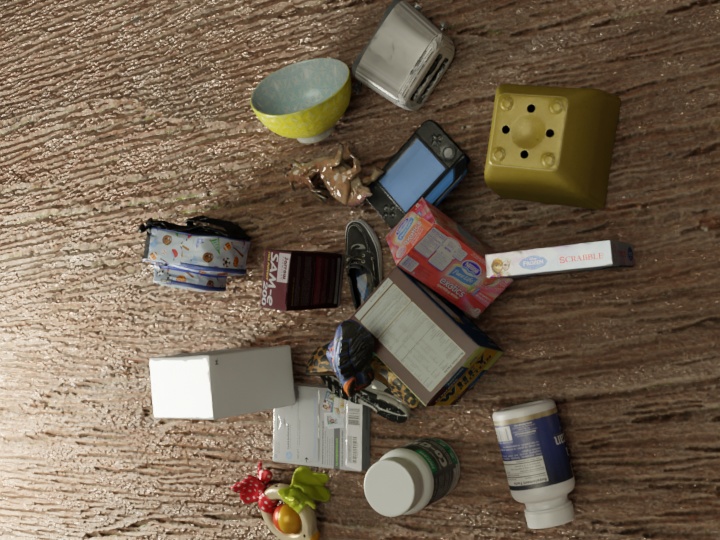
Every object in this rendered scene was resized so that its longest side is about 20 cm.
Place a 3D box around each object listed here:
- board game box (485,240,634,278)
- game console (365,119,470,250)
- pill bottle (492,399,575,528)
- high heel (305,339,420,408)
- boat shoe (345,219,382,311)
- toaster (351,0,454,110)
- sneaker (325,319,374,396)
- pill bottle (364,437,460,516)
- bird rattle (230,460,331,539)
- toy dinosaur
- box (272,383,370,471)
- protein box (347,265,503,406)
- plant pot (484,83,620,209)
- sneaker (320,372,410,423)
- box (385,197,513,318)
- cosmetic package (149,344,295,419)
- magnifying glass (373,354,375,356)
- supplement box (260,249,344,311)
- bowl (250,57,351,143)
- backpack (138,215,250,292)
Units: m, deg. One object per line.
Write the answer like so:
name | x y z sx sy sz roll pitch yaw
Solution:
board game box | 0.329 -0.016 1.453 0.199 0.199 0.041 -7 87 27
game console | 0.094 -0.158 1.615 0.200 0.118 0.171 -47 68 18
pill bottle | 0.300 0.328 1.512 0.111 0.111 0.201 -16 83 26
high heel | 0.002 0.200 1.588 0.142 0.072 0.200 -34 64 -16
boat shoe | 0.000 0.000 1.692 0.070 0.066 0.201 -9 85 26
toaster | 0.078 -0.383 1.632 0.129 0.114 0.200 39 104 19
sneaker | -0.027 0.139 1.486 0.075 0.200 0.078 -34 62 -21
pill bottle | 0.091 0.364 1.567 0.113 0.200 0.114 0 89 26
bird rattle | -0.155 0.467 1.751 0.199 0.113 0.164 -11 101 29
toy dinosaur | -0.041 -0.167 1.695 0.200 0.086 0.136 43 108 31
box | -0.077 0.303 1.742 0.199 0.041 0.157 0 88 26
protein box | 0.116 0.118 1.550 0.200 0.198 0.135 45 99 20
plant pot | 0.301 -0.214 1.469 0.193 0.200 0.197 10 94 26
sneaker | 0.014 0.209 1.661 0.199 0.080 0.074 26 145 13
box | 0.153 -0.021 1.536 0.103 0.200 0.095 -47 30 19
cosmetic package | -0.266 0.216 1.723 0.199 0.199 0.124 -10 85 44
magnifying glass | 0.032 0.175 1.701 0.199 0.022 0.080 6 93 28
supplement box | -0.106 0.017 1.670 0.061 0.200 0.109 6 92 27
bowl | -0.102 -0.310 1.712 0.199 0.200 0.108 5 135 27
backpack | -0.322 -0.032 1.795 0.190 0.200 0.155 1 95 20
